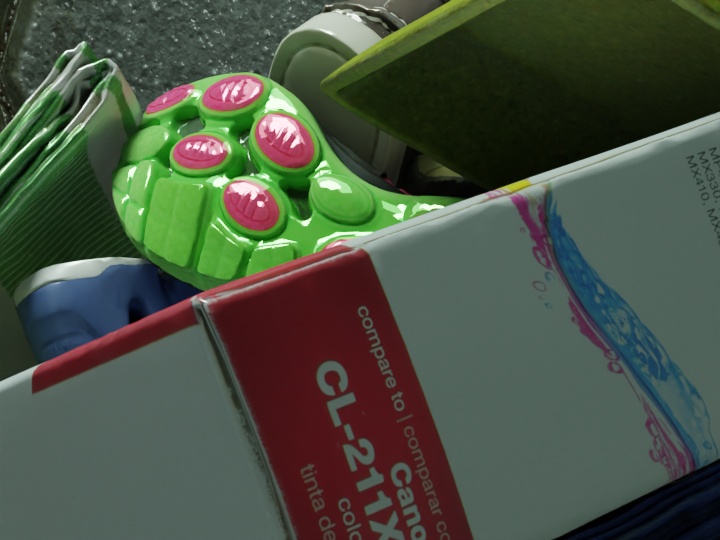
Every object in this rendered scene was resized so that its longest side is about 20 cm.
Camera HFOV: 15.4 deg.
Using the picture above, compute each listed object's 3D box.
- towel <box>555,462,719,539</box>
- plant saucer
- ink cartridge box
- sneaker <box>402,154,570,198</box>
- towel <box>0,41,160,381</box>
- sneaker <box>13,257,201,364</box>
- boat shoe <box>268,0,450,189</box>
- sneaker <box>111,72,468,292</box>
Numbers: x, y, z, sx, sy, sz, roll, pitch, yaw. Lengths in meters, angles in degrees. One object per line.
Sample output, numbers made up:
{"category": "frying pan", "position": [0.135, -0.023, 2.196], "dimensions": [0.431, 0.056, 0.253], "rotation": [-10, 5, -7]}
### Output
{"category": "towel", "position": [0.005, 0.090, 0.714], "dimensions": [0.145, 0.024, 0.200], "rotation": [-23, 1, -33]}
{"category": "plant saucer", "position": [0.113, -0.044, 0.785], "dimensions": [0.048, 0.200, 0.200], "rotation": [-65, 16, -16]}
{"category": "ink cartridge box", "position": [0.014, 0.032, 0.671], "dimensions": [0.200, 0.083, 0.146], "rotation": [-20, -3, -37]}
{"category": "sneaker", "position": [0.097, -0.068, 0.931], "dimensions": [0.200, 0.089, 0.077], "rotation": [-17, -15, -23]}
{"category": "towel", "position": [-0.133, 0.031, 0.923], "dimensions": [0.200, 0.023, 0.153], "rotation": [-54, -19, -12]}
{"category": "sneaker", "position": [-0.038, 0.074, 0.923], "dimensions": [0.199, 0.115, 0.081], "rotation": [17, -25, -41]}
{"category": "boat shoe", "position": [-0.008, -0.032, 0.957], "dimensions": [0.060, 0.072, 0.200], "rotation": [-41, -16, -33]}
{"category": "sneaker", "position": [0.000, 0.000, 0.860], "dimensions": [0.077, 0.200, 0.084], "rotation": [-54, -30, -14]}
